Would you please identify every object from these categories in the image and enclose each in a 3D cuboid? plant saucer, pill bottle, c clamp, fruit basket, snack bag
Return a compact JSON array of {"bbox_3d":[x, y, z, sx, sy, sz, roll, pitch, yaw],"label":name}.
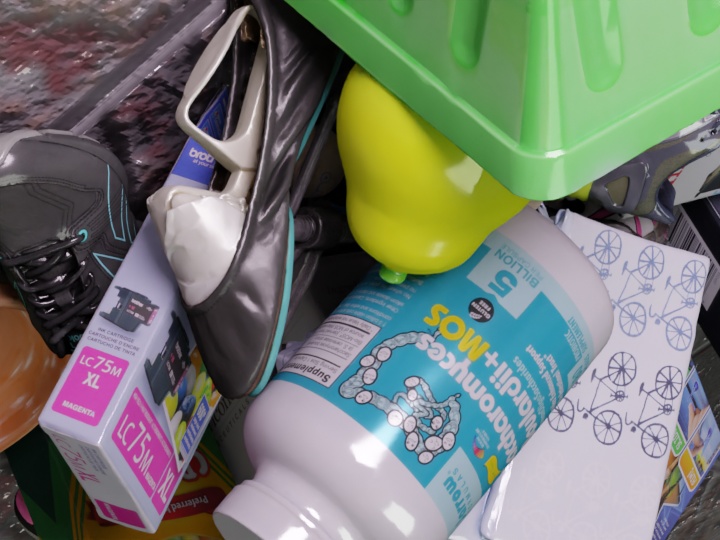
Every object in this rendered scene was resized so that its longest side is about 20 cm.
[{"bbox_3d":[-0.250,0.063,0.914,0.199,0.038,0.200,-23,153,-12],"label":"plant saucer"},{"bbox_3d":[0.021,0.063,0.794,0.200,0.111,0.111,-48,161,-20],"label":"pill bottle"},{"bbox_3d":[0.000,0.000,0.910,0.171,0.027,0.200,-60,152,11],"label":"c clamp"},{"bbox_3d":[0.056,-0.094,0.717,0.155,0.216,0.216,-29,156,-20],"label":"fruit basket"},{"bbox_3d":[0.085,0.056,0.895,0.199,0.189,0.021,18,173,-23],"label":"snack bag"}]

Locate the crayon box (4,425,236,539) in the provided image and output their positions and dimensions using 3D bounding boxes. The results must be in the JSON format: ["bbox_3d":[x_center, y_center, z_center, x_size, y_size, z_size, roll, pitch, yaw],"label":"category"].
[{"bbox_3d":[-0.127,0.171,1.050,0.127,0.200,0.051,-2,145,-44],"label":"crayon box"}]

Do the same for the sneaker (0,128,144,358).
[{"bbox_3d":[-0.138,-0.005,0.840,0.075,0.080,0.200,-14,155,11],"label":"sneaker"}]

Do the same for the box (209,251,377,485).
[{"bbox_3d":[0.028,0.105,1.118,0.199,0.172,0.199,-7,147,-37],"label":"box"}]

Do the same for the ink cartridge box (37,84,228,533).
[{"bbox_3d":[-0.088,0.020,0.856,0.119,0.042,0.201,77,32,-61],"label":"ink cartridge box"}]

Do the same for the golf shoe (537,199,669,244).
[{"bbox_3d":[0.148,-0.026,1.092,0.073,0.092,0.200,-47,180,13],"label":"golf shoe"}]

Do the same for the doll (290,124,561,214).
[{"bbox_3d":[0.041,-0.070,0.950,0.199,0.049,0.137,-5,149,-31],"label":"doll"}]

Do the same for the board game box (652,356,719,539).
[{"bbox_3d":[0.154,0.108,1.014,0.136,0.034,0.200,-53,144,-16],"label":"board game box"}]

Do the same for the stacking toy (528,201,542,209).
[{"bbox_3d":[0.094,-0.129,0.835,0.085,0.085,0.201,0,125,-46],"label":"stacking toy"}]

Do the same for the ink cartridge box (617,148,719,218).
[{"bbox_3d":[0.239,-0.121,1.015,0.199,0.083,0.146,-15,152,-27],"label":"ink cartridge box"}]

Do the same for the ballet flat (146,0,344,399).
[{"bbox_3d":[-0.059,-0.044,0.778,0.068,0.201,0.068,17,169,-27],"label":"ballet flat"}]

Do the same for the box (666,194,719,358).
[{"bbox_3d":[0.308,-0.047,1.148,0.199,0.149,0.107,-21,154,-16],"label":"box"}]

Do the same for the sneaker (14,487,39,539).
[{"bbox_3d":[-0.174,0.177,1.159,0.087,0.074,0.200,-44,156,17],"label":"sneaker"}]

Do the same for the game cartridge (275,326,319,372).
[{"bbox_3d":[0.043,0.070,0.939,0.200,0.041,0.134,-26,119,-36],"label":"game cartridge"}]

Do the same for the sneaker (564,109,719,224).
[{"bbox_3d":[0.166,-0.109,0.884,0.074,0.081,0.200,-67,-179,-50],"label":"sneaker"}]
